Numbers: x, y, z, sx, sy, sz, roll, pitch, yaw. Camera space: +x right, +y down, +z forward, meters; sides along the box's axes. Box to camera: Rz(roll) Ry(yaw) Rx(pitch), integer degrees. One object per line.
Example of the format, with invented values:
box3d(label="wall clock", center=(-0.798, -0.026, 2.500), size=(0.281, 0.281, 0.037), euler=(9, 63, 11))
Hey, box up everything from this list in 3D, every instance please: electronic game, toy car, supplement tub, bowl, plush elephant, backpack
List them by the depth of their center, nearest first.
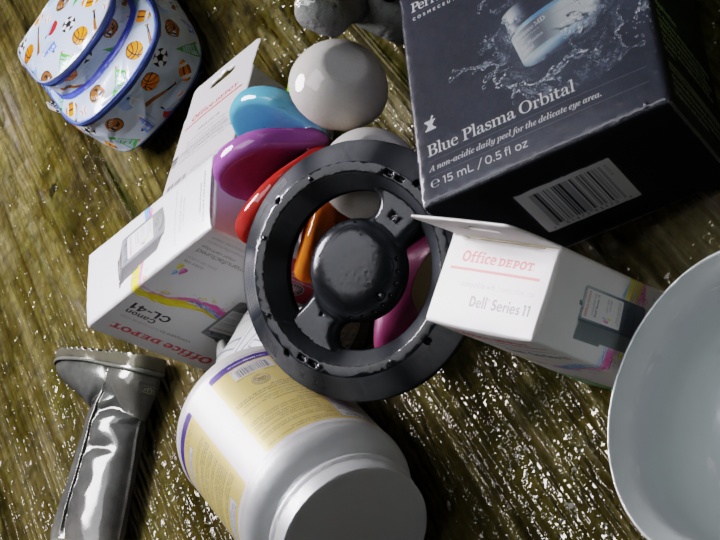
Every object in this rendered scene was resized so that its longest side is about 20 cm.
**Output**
box3d(label="bowl", center=(0.253, 0.090, 1.109), size=(0.201, 0.090, 0.202), euler=(-31, 48, 42))
box3d(label="electronic game", center=(0.000, 0.000, 1.390), size=(0.199, 0.042, 0.201), euler=(-1, 86, 24))
box3d(label="supplement tub", center=(-0.047, 0.161, 1.428), size=(0.146, 0.145, 0.200), euler=(-61, 35, 9))
box3d(label="plush elephant", center=(0.056, -0.263, 1.494), size=(0.155, 0.164, 0.200), euler=(-61, 7, 26))
box3d(label="toy car", center=(-0.046, -0.080, 1.502), size=(0.175, 0.149, 0.201), euler=(109, 146, -59))
box3d(label="backpack", center=(-0.261, -0.228, 1.942), size=(0.200, 0.154, 0.191), euler=(-55, 47, 13))

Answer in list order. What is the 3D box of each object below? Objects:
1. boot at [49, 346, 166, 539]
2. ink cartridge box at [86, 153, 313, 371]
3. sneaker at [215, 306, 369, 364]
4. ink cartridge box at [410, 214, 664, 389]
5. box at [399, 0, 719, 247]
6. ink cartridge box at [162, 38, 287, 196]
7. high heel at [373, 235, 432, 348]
box3d(label="boot", center=(-0.267, 0.179, 1.797), size=(0.182, 0.072, 0.201), euler=(0, 78, 55))
box3d(label="ink cartridge box", center=(-0.132, -0.001, 1.632), size=(0.200, 0.147, 0.086), euler=(-36, 43, 39))
box3d(label="sneaker", center=(-0.071, 0.060, 1.570), size=(0.200, 0.074, 0.087), euler=(-34, 55, 37))
box3d(label="ink cartridge box", center=(0.128, 0.027, 1.216), size=(0.117, 0.199, 0.068), euler=(9, 79, 55))
box3d(label="box", center=(0.144, -0.133, 1.317), size=(0.196, 0.117, 0.201), euler=(-23, 52, 24))
box3d(label="ink cartridge box", center=(-0.122, -0.112, 1.729), size=(0.116, 0.068, 0.201), euler=(-32, 34, 39))
box3d(label="high heel", center=(0.081, -0.002, 1.409), size=(0.201, 0.067, 0.096), euler=(-59, 25, 6))
